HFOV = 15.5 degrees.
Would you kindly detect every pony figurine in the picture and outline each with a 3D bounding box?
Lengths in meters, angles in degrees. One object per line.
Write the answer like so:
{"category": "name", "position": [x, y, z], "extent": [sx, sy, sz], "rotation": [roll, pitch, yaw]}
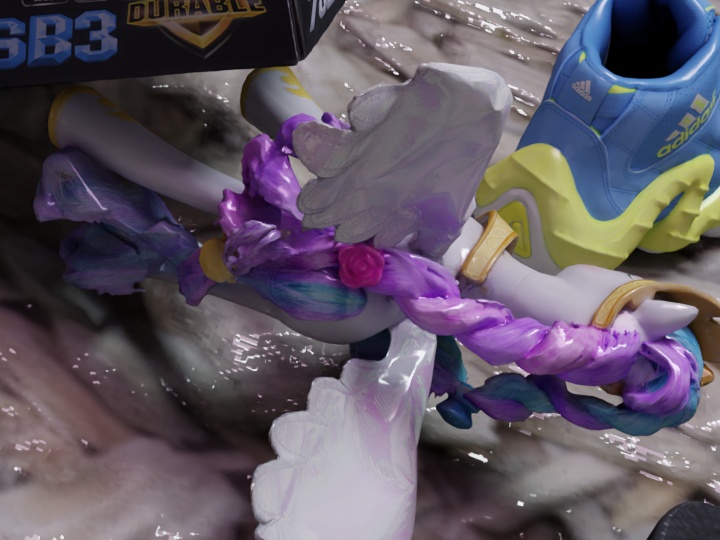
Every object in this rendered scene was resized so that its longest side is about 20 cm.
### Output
{"category": "pony figurine", "position": [0.000, 0.000, 0.794], "extent": [0.199, 0.168, 0.193], "rotation": [24, 20, 31]}

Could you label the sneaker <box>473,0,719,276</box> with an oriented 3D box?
{"category": "sneaker", "position": [0.122, -0.064, 0.985], "extent": [0.076, 0.105, 0.200], "rotation": [35, 34, 17]}

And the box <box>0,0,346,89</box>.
{"category": "box", "position": [-0.092, -0.109, 0.858], "extent": [0.199, 0.050, 0.199], "rotation": [-4, 23, 15]}

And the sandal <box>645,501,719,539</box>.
{"category": "sandal", "position": [0.087, 0.118, 0.764], "extent": [0.075, 0.045, 0.200], "rotation": [38, 19, 11]}
